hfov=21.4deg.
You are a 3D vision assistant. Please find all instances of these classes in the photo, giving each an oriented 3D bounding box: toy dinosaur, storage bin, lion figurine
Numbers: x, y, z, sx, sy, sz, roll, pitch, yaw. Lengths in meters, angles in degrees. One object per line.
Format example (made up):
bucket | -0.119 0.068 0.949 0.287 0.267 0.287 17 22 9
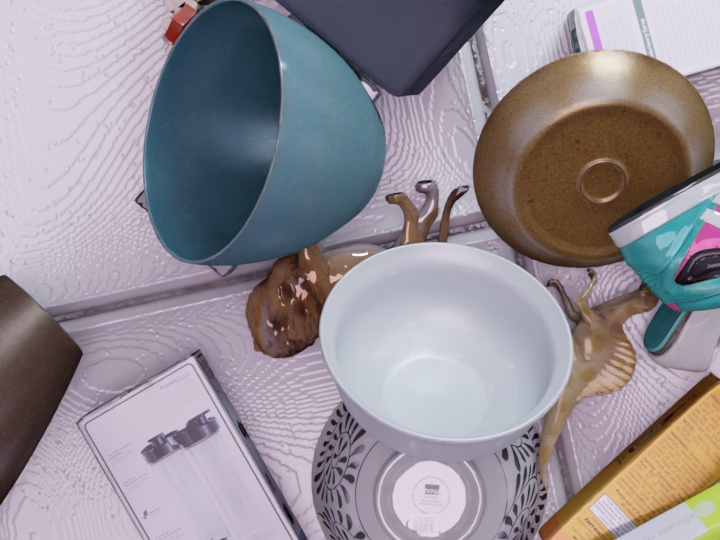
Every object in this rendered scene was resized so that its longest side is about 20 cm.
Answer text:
toy dinosaur | 0.172 0.072 1.557 0.101 0.058 0.201 32 86 8
storage bin | 0.015 -0.230 1.453 0.200 0.146 0.135 39 104 7
lion figurine | 0.000 0.000 1.562 0.199 0.072 0.123 -10 100 -2

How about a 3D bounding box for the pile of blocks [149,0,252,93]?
pile of blocks | -0.131 -0.213 1.559 0.082 0.062 0.201 1 93 2

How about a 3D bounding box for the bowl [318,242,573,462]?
bowl | 0.064 0.080 1.499 0.200 0.091 0.202 2 48 -3

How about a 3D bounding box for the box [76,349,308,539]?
box | -0.135 0.180 1.579 0.116 0.060 0.201 -31 92 3

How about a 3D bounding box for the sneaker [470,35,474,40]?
sneaker | -0.003 -0.239 1.554 0.115 0.074 0.200 -38 84 7

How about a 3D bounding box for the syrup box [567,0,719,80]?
syrup box | 0.272 -0.200 1.537 0.199 0.079 0.082 -15 93 3

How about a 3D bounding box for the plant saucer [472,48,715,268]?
plant saucer | 0.190 -0.079 1.519 0.199 0.036 0.201 -3 122 -6

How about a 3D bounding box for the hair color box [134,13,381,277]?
hair color box | -0.083 -0.102 1.563 0.099 0.061 0.200 40 93 -1

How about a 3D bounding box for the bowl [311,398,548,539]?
bowl | 0.056 0.179 1.556 0.199 0.094 0.202 0 92 3

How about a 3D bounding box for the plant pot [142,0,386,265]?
plant pot | -0.060 -0.095 1.455 0.134 0.200 0.201 9 94 -34

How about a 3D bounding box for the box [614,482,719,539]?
box | 0.248 0.259 1.533 0.199 0.048 0.122 -26 125 -8

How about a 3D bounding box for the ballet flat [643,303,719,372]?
ballet flat | 0.306 -0.004 1.560 0.069 0.069 0.201 30 97 0

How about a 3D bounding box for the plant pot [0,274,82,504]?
plant pot | -0.327 0.105 1.537 0.187 0.187 0.200 43 78 0

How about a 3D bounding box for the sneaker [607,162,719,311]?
sneaker | 0.306 -0.028 1.477 0.199 0.084 0.121 -28 93 7

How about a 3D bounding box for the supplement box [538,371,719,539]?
supplement box | 0.239 0.175 1.563 0.069 0.067 0.200 45 94 -1
